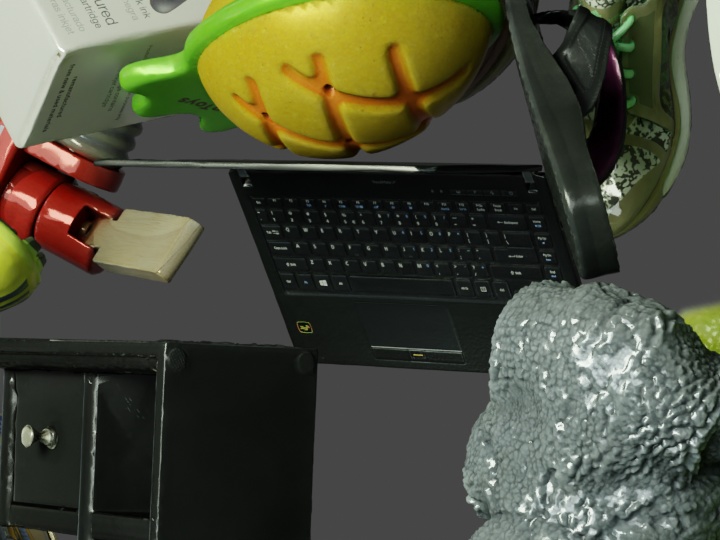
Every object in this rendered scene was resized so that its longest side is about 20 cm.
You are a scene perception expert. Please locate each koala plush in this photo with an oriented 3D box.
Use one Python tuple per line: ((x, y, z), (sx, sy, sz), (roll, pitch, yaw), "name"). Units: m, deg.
((0.093, 0.124, 1.238), (0.177, 0.184, 0.200), (23, 73, 28), "koala plush")

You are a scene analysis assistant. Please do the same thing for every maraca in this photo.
((-0.023, -0.102, 1.313), (0.200, 0.137, 0.107), (-20, 65, 42), "maraca")

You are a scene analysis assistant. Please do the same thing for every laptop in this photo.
((0.000, 0.000, 1.326), (0.177, 0.200, 0.103), (3, 40, 29), "laptop")

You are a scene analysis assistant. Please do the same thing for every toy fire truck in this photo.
((-0.141, -0.076, 1.476), (0.200, 0.129, 0.176), (29, 96, 17), "toy fire truck")

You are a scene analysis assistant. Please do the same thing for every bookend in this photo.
((-0.118, 0.133, 1.405), (0.200, 0.092, 0.199), (1, 88, 54), "bookend")

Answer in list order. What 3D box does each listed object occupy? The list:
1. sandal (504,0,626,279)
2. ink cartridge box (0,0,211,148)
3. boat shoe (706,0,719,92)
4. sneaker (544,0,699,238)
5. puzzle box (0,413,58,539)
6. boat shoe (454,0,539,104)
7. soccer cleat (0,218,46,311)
((0.101, -0.072, 1.267), (0.048, 0.075, 0.201), (-15, 43, 3), "sandal")
((-0.106, -0.157, 1.408), (0.146, 0.200, 0.084), (59, 144, 22), "ink cartridge box")
((0.207, -0.128, 1.312), (0.071, 0.070, 0.201), (-13, 74, 30), "boat shoe")
((0.119, -0.115, 1.347), (0.077, 0.089, 0.200), (10, 87, 29), "sneaker")
((-0.192, 0.160, 1.451), (0.025, 0.133, 0.200), (-30, 70, 17), "puzzle box")
((0.050, -0.161, 1.360), (0.076, 0.074, 0.200), (56, 140, 30), "boat shoe")
((-0.222, 0.016, 1.450), (0.065, 0.200, 0.084), (44, 65, -10), "soccer cleat")
